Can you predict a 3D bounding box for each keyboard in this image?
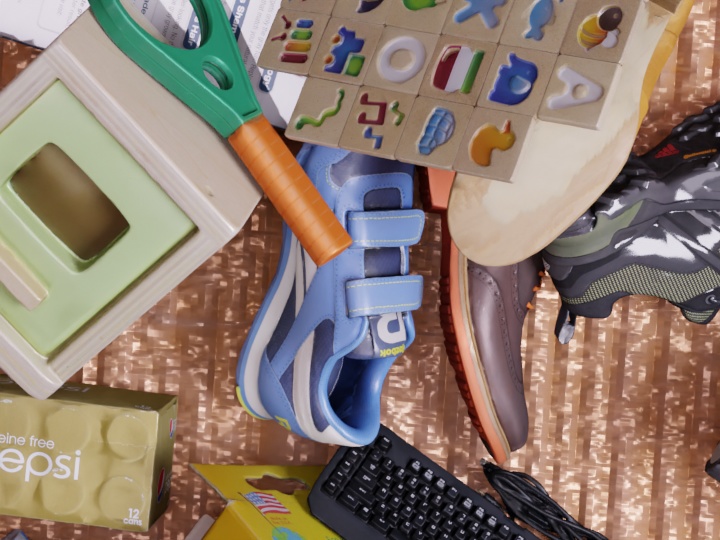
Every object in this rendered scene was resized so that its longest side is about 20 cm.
[{"bbox_3d":[0.076,0.143,1.154,0.200,0.104,0.040,36,136,1],"label":"keyboard"}]

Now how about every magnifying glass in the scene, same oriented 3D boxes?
[{"bbox_3d":[-0.071,-0.089,1.097,0.022,0.080,0.200,-39,86,35],"label":"magnifying glass"}]

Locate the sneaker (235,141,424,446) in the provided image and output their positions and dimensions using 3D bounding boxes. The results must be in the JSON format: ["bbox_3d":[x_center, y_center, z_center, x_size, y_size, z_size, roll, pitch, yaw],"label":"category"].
[{"bbox_3d":[0.000,0.000,1.142,0.082,0.074,0.201,31,115,41],"label":"sneaker"}]

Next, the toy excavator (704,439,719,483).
[{"bbox_3d":[0.286,0.031,1.121,0.100,0.195,0.200,36,124,2],"label":"toy excavator"}]

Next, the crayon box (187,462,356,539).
[{"bbox_3d":[-0.005,0.181,1.119,0.200,0.127,0.051,46,110,30],"label":"crayon box"}]

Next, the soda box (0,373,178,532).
[{"bbox_3d":[-0.203,0.093,1.191,0.199,0.064,0.068,6,95,4],"label":"soda box"}]

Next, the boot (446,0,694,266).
[{"bbox_3d":[0.112,-0.087,1.111,0.071,0.144,0.202,33,90,3],"label":"boot"}]

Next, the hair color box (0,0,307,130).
[{"bbox_3d":[-0.092,-0.145,1.166,0.199,0.061,0.101,19,95,3],"label":"hair color box"}]

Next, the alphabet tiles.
[{"bbox_3d":[0.046,-0.129,1.071,0.199,0.006,0.167,13,75,32],"label":"alphabet tiles"}]

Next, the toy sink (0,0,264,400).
[{"bbox_3d":[-0.163,-0.024,1.121,0.200,0.112,0.130,-38,101,23],"label":"toy sink"}]

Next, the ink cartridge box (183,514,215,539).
[{"bbox_3d":[-0.038,0.236,1.143,0.200,0.146,0.084,36,105,1],"label":"ink cartridge box"}]

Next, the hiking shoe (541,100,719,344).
[{"bbox_3d":[0.187,-0.027,1.155,0.199,0.076,0.101,-15,125,-6],"label":"hiking shoe"}]

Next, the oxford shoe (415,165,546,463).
[{"bbox_3d":[0.076,0.002,1.161,0.072,0.071,0.201,-9,96,-5],"label":"oxford shoe"}]

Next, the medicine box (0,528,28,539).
[{"bbox_3d":[-0.216,0.276,1.187,0.200,0.103,0.182,-38,90,7],"label":"medicine box"}]
